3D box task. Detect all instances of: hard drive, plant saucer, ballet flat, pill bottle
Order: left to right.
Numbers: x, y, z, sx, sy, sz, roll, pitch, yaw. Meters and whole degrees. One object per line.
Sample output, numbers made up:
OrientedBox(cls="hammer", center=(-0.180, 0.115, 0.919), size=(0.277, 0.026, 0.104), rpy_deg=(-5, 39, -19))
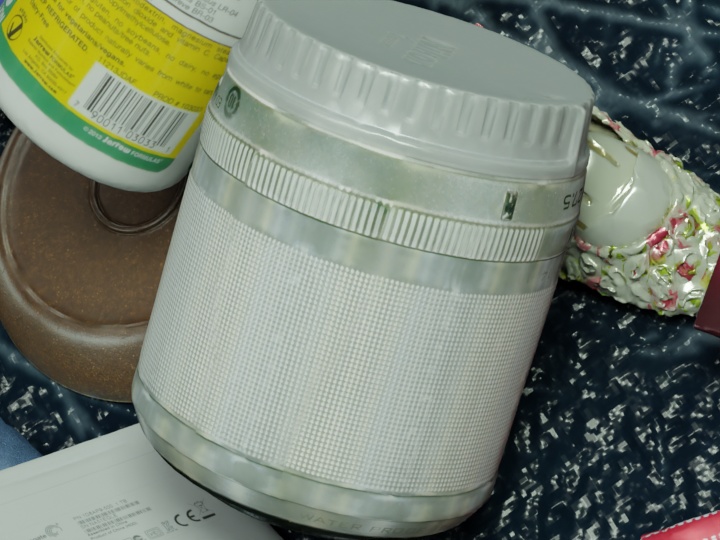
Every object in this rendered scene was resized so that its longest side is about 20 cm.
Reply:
OrientedBox(cls="plant saucer", center=(-0.100, -0.037, 1.258), size=(0.200, 0.034, 0.201), rpy_deg=(-9, 66, 21))
OrientedBox(cls="hard drive", center=(-0.078, 0.148, 1.126), size=(0.200, 0.132, 0.027), rpy_deg=(43, 133, 32))
OrientedBox(cls="pill bottle", center=(-0.070, -0.141, 1.138), size=(0.200, 0.113, 0.113), rpy_deg=(-52, 56, 24))
OrientedBox(cls="ballet flat", center=(0.085, -0.047, 1.160), size=(0.200, 0.064, 0.076), rpy_deg=(36, 86, 31))

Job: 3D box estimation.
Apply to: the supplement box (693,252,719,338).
OrientedBox(cls="supplement box", center=(0.223, -0.049, 1.063), size=(0.109, 0.061, 0.201), rpy_deg=(23, 97, 39))

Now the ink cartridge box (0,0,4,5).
OrientedBox(cls="ink cartridge box", center=(-0.164, -0.169, 1.298), size=(0.136, 0.076, 0.200), rpy_deg=(-28, 51, 12))

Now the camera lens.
OrientedBox(cls="camera lens", center=(0.000, 0.000, 1.092), size=(0.160, 0.160, 0.201), rpy_deg=(26, 109, 31))

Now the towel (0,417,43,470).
OrientedBox(cls="towel", center=(-0.153, 0.155, 1.193), size=(0.112, 0.049, 0.200), rpy_deg=(-48, 58, -1))

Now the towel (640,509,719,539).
OrientedBox(cls="towel", center=(0.196, 0.176, 1.042), size=(0.144, 0.022, 0.201), rpy_deg=(-19, 62, 15))
